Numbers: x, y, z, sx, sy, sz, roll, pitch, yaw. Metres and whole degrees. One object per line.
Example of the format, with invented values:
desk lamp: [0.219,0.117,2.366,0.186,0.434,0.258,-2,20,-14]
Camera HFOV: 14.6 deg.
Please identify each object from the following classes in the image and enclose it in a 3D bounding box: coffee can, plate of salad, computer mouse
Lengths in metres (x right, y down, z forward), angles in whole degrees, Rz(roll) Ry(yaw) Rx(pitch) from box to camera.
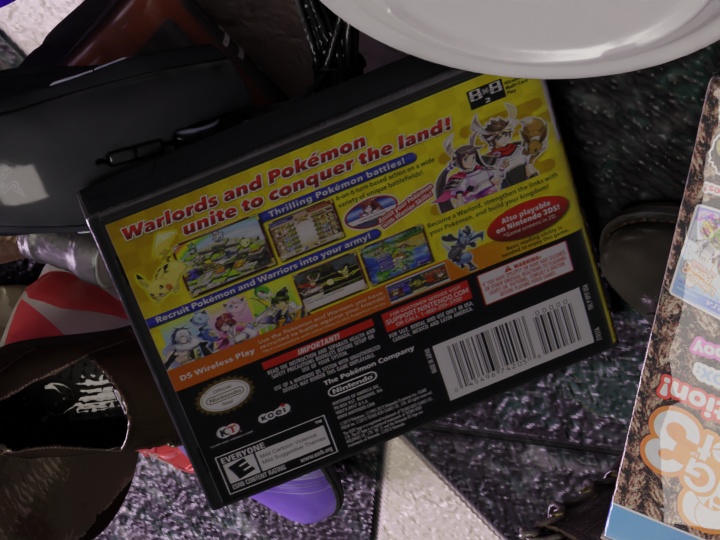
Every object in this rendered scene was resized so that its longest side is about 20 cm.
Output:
coffee can: [-0.238,0.094,1.527,0.200,0.146,0.146,-13,123,47]
plate of salad: [0.067,-0.139,1.066,0.200,0.048,0.200,3,149,2]
computer mouse: [-0.088,-0.082,1.170,0.200,0.046,0.140,-5,108,-7]

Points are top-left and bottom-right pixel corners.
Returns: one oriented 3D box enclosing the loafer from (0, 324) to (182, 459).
loafer: [-0.100,0.061,1.375,0.200,0.071,0.073,-15,107,10]

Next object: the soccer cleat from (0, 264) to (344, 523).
soccer cleat: [-0.098,0.076,1.454,0.200,0.073,0.068,40,145,-7]

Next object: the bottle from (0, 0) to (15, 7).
bottle: [-0.162,-0.168,1.226,0.084,0.065,0.200,35,145,1]

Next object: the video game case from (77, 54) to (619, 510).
video game case: [0.000,0.000,1.209,0.026,0.200,0.181,-116,5,-49]

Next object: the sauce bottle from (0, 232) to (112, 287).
sauce bottle: [-0.207,-0.039,1.415,0.200,0.065,0.065,21,143,22]

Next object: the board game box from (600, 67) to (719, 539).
board game box: [0.177,-0.001,1.015,0.097,0.159,0.200,22,126,18]

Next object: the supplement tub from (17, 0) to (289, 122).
supplement tub: [-0.064,-0.035,1.266,0.200,0.107,0.107,46,144,-15]

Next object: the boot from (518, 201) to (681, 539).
boot: [0.128,0.068,1.147,0.200,0.174,0.069,38,147,29]
